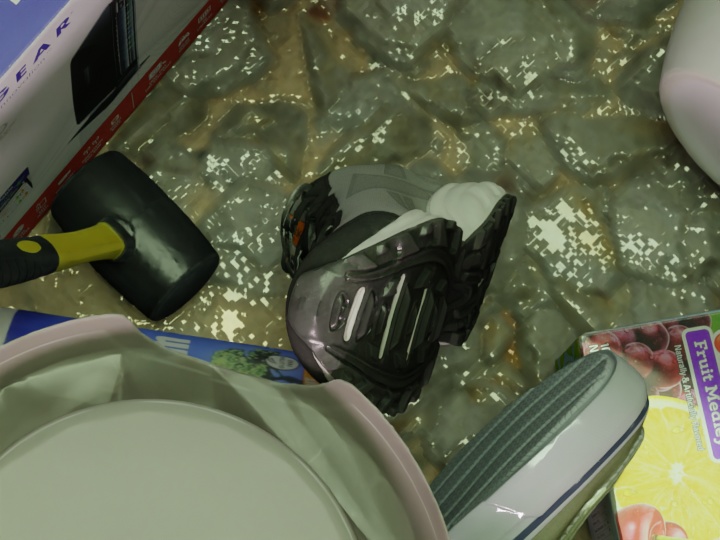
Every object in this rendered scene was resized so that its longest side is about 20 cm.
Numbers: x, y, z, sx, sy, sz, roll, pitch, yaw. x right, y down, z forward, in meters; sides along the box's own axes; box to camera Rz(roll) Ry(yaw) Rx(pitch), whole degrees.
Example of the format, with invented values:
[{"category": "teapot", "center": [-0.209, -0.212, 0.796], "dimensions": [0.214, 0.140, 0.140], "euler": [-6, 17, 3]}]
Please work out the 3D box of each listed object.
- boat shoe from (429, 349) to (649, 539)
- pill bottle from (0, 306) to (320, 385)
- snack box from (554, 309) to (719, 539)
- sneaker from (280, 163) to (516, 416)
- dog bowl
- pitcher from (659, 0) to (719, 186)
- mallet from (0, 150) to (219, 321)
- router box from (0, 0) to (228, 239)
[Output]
[{"category": "boat shoe", "center": [0.044, 0.117, 0.878], "dimensions": [0.062, 0.072, 0.200], "euler": [40, 99, -12]}, {"category": "pill bottle", "center": [-0.105, 0.073, 0.862], "dimensions": [0.199, 0.112, 0.112], "euler": [9, 75, -3]}, {"category": "snack box", "center": [0.190, 0.080, 0.915], "dimensions": [0.199, 0.053, 0.143], "euler": [-9, 78, -8]}, {"category": "sneaker", "center": [0.000, 0.000, 0.859], "dimensions": [0.079, 0.200, 0.074], "euler": [19, 102, 9]}, {"category": "dog bowl", "center": [-0.069, 0.116, 0.758], "dimensions": [0.200, 0.059, 0.201], "euler": [2, 69, -5]}, {"category": "pitcher", "center": [0.220, -0.118, 0.906], "dimensions": [0.200, 0.172, 0.121], "euler": [-44, 93, -14]}, {"category": "mallet", "center": [-0.106, 0.001, 0.846], "dimensions": [0.066, 0.200, 0.041], "euler": [43, 106, 2]}, {"category": "router box", "center": [-0.112, -0.093, 0.868], "dimensions": [0.049, 0.180, 0.200], "euler": [38, 76, 6]}]
